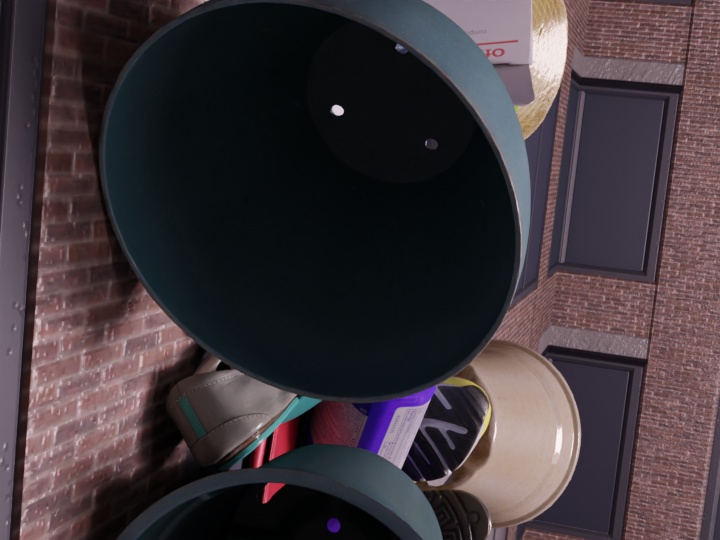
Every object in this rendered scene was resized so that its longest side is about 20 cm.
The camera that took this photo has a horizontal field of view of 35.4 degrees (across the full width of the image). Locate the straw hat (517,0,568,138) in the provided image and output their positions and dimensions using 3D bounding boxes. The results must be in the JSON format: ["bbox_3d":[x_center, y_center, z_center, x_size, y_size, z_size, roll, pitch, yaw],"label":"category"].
[{"bbox_3d":[0.129,-0.229,1.192,0.201,0.085,0.202,-22,120,-43],"label":"straw hat"}]

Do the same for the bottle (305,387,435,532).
[{"bbox_3d":[-0.003,0.128,0.841,0.084,0.065,0.201,-119,-142,-46],"label":"bottle"}]

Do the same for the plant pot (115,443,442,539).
[{"bbox_3d":[-0.031,0.190,0.643,0.196,0.199,0.201,-22,119,-83],"label":"plant pot"}]

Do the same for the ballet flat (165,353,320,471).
[{"bbox_3d":[-0.058,0.066,0.696,0.064,0.067,0.200,52,16,5],"label":"ballet flat"}]

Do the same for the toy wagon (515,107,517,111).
[{"bbox_3d":[0.103,-0.210,1.069,0.155,0.039,0.201,-14,115,-46],"label":"toy wagon"}]

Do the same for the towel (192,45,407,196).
[{"bbox_3d":[-0.025,-0.052,0.681,0.200,0.024,0.148,-25,126,-43],"label":"towel"}]

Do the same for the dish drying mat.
[{"bbox_3d":[-0.054,0.089,0.801,0.077,0.018,0.201,15,82,-76],"label":"dish drying mat"}]

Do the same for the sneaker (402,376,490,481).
[{"bbox_3d":[0.047,0.129,0.917,0.090,0.078,0.200,-28,172,-40],"label":"sneaker"}]

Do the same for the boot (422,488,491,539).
[{"bbox_3d":[0.051,0.243,1.018,0.200,0.181,0.073,26,43,-67],"label":"boot"}]

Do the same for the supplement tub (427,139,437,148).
[{"bbox_3d":[0.054,-0.163,0.911,0.107,0.106,0.201,73,28,-57],"label":"supplement tub"}]

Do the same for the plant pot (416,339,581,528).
[{"bbox_3d":[0.100,0.157,1.130,0.183,0.200,0.201,23,75,-62],"label":"plant pot"}]

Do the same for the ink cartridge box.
[{"bbox_3d":[0.063,-0.205,0.814,0.068,0.115,0.201,81,7,-49],"label":"ink cartridge box"}]

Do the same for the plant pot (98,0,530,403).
[{"bbox_3d":[-0.006,-0.057,0.548,0.135,0.199,0.201,-58,152,-52],"label":"plant pot"}]
